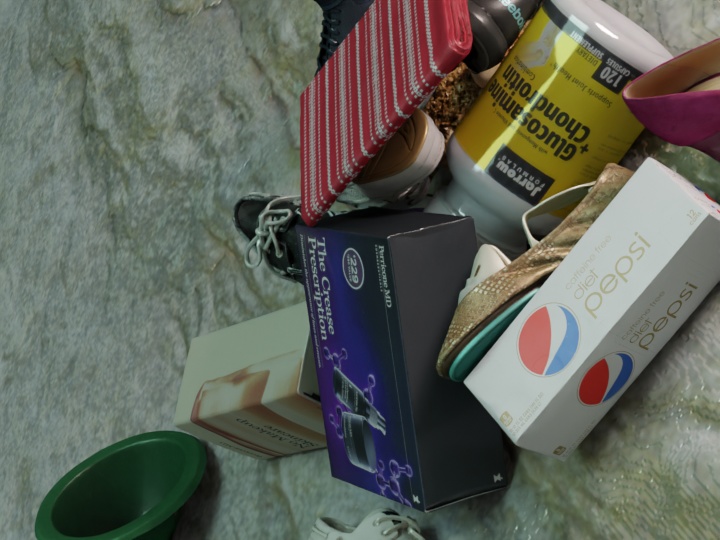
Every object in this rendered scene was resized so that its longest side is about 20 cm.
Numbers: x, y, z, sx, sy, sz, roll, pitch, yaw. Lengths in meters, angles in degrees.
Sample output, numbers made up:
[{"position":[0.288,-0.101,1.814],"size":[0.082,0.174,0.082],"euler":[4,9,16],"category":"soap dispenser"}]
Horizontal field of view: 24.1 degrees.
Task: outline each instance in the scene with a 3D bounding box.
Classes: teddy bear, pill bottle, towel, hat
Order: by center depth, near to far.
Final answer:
[{"position":[0.015,-0.140,1.220],"size":[0.200,0.022,0.145],"euler":[-47,31,37],"category":"towel"},{"position":[0.133,-0.098,1.232],"size":[0.200,0.112,0.112],"euler":[-55,32,19],"category":"pill bottle"},{"position":[0.075,-0.130,1.374],"size":[0.200,0.067,0.145],"euler":[-27,27,52],"category":"teddy bear"},{"position":[-0.206,0.278,1.611],"size":[0.200,0.176,0.166],"euler":[-29,27,-10],"category":"hat"}]

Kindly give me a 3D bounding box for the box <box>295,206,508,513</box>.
[{"position":[0.028,0.060,1.236],"size":[0.141,0.079,0.200],"euler":[7,108,57],"category":"box"}]

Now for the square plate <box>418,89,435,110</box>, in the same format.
[{"position":[0.043,-0.184,1.441],"size":[0.200,0.028,0.198],"euler":[-60,14,-13],"category":"square plate"}]

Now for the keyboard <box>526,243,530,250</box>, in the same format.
[{"position":[0.124,0.041,1.225],"size":[0.104,0.040,0.200],"euler":[-63,29,4],"category":"keyboard"}]

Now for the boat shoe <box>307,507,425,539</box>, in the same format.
[{"position":[0.016,0.211,1.255],"size":[0.200,0.071,0.070],"euler":[-11,63,63],"category":"boat shoe"}]

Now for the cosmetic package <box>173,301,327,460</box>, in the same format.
[{"position":[-0.061,0.095,1.420],"size":[0.200,0.103,0.087],"euler":[-20,53,54],"category":"cosmetic package"}]

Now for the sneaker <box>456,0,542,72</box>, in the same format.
[{"position":[0.078,-0.196,1.280],"size":[0.079,0.075,0.200],"euler":[-44,24,-8],"category":"sneaker"}]

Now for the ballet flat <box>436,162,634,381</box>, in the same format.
[{"position":[0.121,-0.003,1.167],"size":[0.200,0.071,0.065],"euler":[-36,67,-9],"category":"ballet flat"}]

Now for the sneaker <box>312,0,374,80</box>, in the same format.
[{"position":[-0.036,-0.237,1.572],"size":[0.202,0.146,0.077],"euler":[-57,33,19],"category":"sneaker"}]

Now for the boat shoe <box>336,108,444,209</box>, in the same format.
[{"position":[0.026,-0.080,1.303],"size":[0.071,0.069,0.200],"euler":[-63,19,-11],"category":"boat shoe"}]

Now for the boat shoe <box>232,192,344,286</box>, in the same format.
[{"position":[-0.057,-0.029,1.378],"size":[0.199,0.068,0.074],"euler":[-135,58,-64],"category":"boat shoe"}]

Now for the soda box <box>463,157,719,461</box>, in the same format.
[{"position":[0.162,0.028,1.117],"size":[0.200,0.064,0.068],"euler":[-52,48,15],"category":"soda box"}]

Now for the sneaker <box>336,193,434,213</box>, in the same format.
[{"position":[0.000,0.000,1.395],"size":[0.200,0.076,0.088],"euler":[-20,37,52],"category":"sneaker"}]

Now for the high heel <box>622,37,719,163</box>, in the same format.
[{"position":[0.263,-0.145,1.072],"size":[0.200,0.096,0.067],"euler":[-47,35,31],"category":"high heel"}]
